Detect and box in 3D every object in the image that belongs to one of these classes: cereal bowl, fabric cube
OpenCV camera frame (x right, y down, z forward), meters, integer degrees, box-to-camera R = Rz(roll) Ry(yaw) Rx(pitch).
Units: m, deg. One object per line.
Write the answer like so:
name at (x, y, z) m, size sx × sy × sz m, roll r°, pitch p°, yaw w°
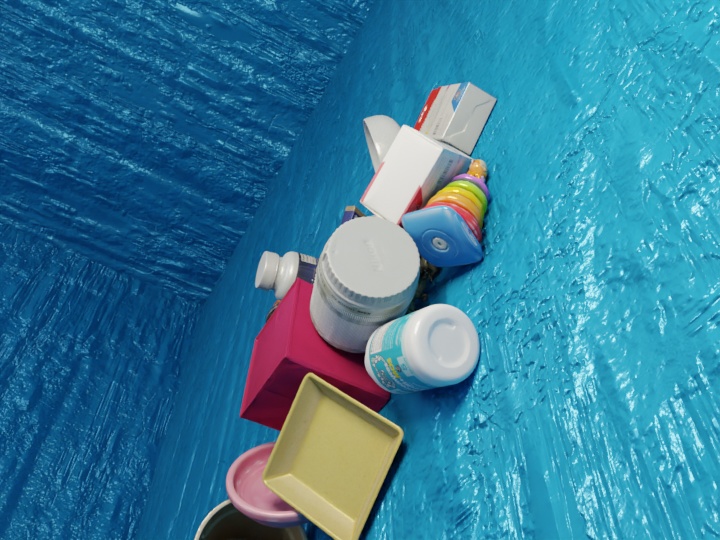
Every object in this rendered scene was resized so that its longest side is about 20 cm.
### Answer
cereal bowl at (0.071, -0.231, 1.438) m, size 0.200 × 0.083 × 0.201 m, roll 164°, pitch 90°, yaw -90°
fabric cube at (-0.077, 0.171, 1.246) m, size 0.200 × 0.199 × 0.197 m, roll -52°, pitch 21°, yaw 36°

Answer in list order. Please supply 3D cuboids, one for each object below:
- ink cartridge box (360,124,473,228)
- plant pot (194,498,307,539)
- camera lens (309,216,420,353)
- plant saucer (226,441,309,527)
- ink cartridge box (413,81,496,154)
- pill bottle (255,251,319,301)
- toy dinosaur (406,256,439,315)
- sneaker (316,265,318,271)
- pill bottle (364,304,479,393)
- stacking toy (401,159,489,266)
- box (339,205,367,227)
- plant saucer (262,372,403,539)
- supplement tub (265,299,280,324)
ink cartridge box at (0.101, -0.150, 1.164) m, size 0.148 × 0.085 × 0.200 m, roll -60°, pitch -18°, yaw 14°
plant pot at (-0.208, 0.523, 1.224) m, size 0.184 × 0.199 × 0.201 m, roll 120°, pitch 165°, yaw -53°
camera lens at (0.005, 0.029, 1.113) m, size 0.200 × 0.159 × 0.161 m, roll 108°, pitch 176°, yaw -57°
plant saucer at (-0.129, 0.371, 1.185) m, size 0.201 × 0.199 × 0.051 m, roll -111°, pitch 20°, yaw -66°
ink cartridge box at (0.173, -0.292, 1.338) m, size 0.117 × 0.067 × 0.200 m, roll -64°, pitch 17°, yaw 4°
pill bottle at (-0.122, 0.023, 1.502) m, size 0.111 × 0.199 × 0.112 m, roll -165°, pitch 90°, yaw -72°
toy dinosaur at (0.114, -0.003, 1.177) m, size 0.201 × 0.047 × 0.088 m, roll -69°, pitch 11°, yaw -21°
sneaker at (0.000, 0.000, 1.310) m, size 0.200 × 0.075 × 0.100 m, roll -28°, pitch 72°, yaw 45°
pill bottle at (0.078, 0.121, 1.005) m, size 0.200 × 0.110 × 0.111 m, roll -32°, pitch 37°, yaw 62°
stacking toy at (0.164, -0.109, 1.104) m, size 0.109 × 0.116 × 0.200 m, roll -9°, pitch 38°, yaw 45°
box at (-0.016, -0.019, 1.455) m, size 0.032 × 0.121 × 0.201 m, roll 3°, pitch 66°, yaw 40°
plant saucer at (-0.038, 0.293, 1.084) m, size 0.199 × 0.048 × 0.201 m, roll 26°, pitch 94°, yaw 32°
supplement tub at (-0.172, 0.155, 1.675) m, size 0.123 × 0.122 × 0.200 m, roll -57°, pitch 20°, yaw 25°
